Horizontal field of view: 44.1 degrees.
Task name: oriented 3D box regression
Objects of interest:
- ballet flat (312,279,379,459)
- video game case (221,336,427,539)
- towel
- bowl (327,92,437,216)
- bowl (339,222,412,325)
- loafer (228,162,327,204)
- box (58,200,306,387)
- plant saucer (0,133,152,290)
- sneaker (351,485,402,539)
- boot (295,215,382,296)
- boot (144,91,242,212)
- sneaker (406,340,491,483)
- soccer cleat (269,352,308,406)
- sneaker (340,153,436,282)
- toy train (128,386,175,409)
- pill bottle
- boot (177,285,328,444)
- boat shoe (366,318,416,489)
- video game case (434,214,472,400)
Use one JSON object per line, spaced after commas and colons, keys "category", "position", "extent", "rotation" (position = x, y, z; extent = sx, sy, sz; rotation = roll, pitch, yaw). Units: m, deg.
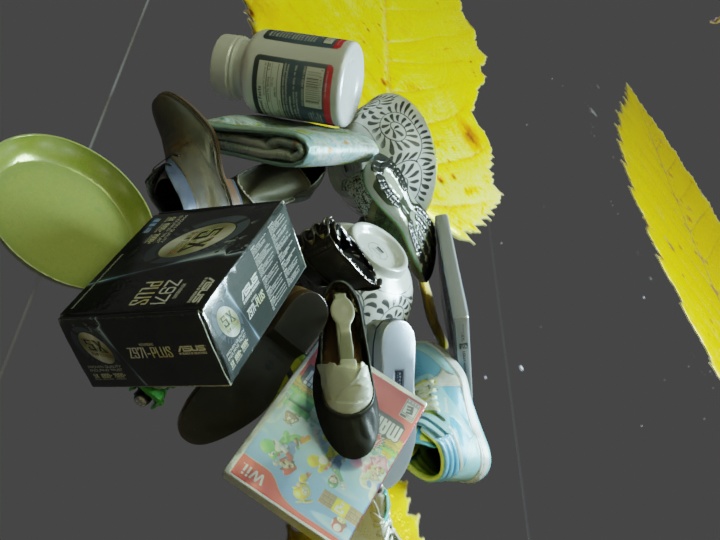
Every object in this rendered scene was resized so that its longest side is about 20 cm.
{"category": "ballet flat", "position": [-0.020, 0.096, 0.938], "extent": [0.067, 0.069, 0.201], "rotation": [-6, 56, -4]}
{"category": "video game case", "position": [-0.032, 0.176, 0.932], "extent": [0.142, 0.017, 0.200], "rotation": [32, 52, 5]}
{"category": "towel", "position": [-0.100, -0.177, 1.200], "extent": [0.199, 0.049, 0.171], "rotation": [16, 18, 31]}
{"category": "bowl", "position": [0.013, -0.154, 1.303], "extent": [0.094, 0.201, 0.202], "rotation": [-13, 66, -35]}
{"category": "bowl", "position": [0.000, 0.000, 1.164], "extent": [0.200, 0.094, 0.201], "rotation": [28, 30, -18]}
{"category": "loafer", "position": [-0.113, -0.124, 1.212], "extent": [0.075, 0.070, 0.200], "rotation": [51, 33, 3]}
{"category": "box", "position": [-0.170, 0.020, 0.887], "extent": [0.200, 0.162, 0.087], "rotation": [-60, 140, -50]}
{"category": "plant saucer", "position": [-0.311, -0.057, 0.945], "extent": [0.199, 0.031, 0.201], "rotation": [30, 38, -27]}
{"category": "sneaker", "position": [0.010, 0.269, 0.950], "extent": [0.200, 0.088, 0.075], "rotation": [52, 33, 5]}
{"category": "boot", "position": [-0.091, -0.022, 1.020], "extent": [0.200, 0.173, 0.070], "rotation": [41, 41, -29]}
{"category": "boot", "position": [-0.223, -0.136, 1.088], "extent": [0.097, 0.075, 0.201], "rotation": [-14, 71, -57]}
{"category": "sneaker", "position": [0.085, 0.179, 1.141], "extent": [0.130, 0.079, 0.201], "rotation": [5, 53, -49]}
{"category": "soccer cleat", "position": [-0.084, 0.133, 1.000], "extent": [0.199, 0.065, 0.084], "rotation": [33, 63, -13]}
{"category": "sneaker", "position": [0.040, -0.067, 1.247], "extent": [0.201, 0.088, 0.077], "rotation": [60, 39, -21]}
{"category": "toy train", "position": [-0.182, 0.071, 0.947], "extent": [0.042, 0.056, 0.200], "rotation": [43, 33, -11]}
{"category": "pill bottle", "position": [-0.104, -0.277, 1.259], "extent": [0.198, 0.120, 0.120], "rotation": [12, 32, 13]}
{"category": "boot", "position": [-0.121, 0.096, 0.935], "extent": [0.075, 0.200, 0.074], "rotation": [24, -23, 53]}
{"category": "boat shoe", "position": [0.025, 0.159, 1.071], "extent": [0.073, 0.065, 0.202], "rotation": [14, 80, -35]}
{"category": "video game case", "position": [0.133, 0.053, 1.260], "extent": [0.183, 0.023, 0.201], "rotation": [80, 4, -45]}
